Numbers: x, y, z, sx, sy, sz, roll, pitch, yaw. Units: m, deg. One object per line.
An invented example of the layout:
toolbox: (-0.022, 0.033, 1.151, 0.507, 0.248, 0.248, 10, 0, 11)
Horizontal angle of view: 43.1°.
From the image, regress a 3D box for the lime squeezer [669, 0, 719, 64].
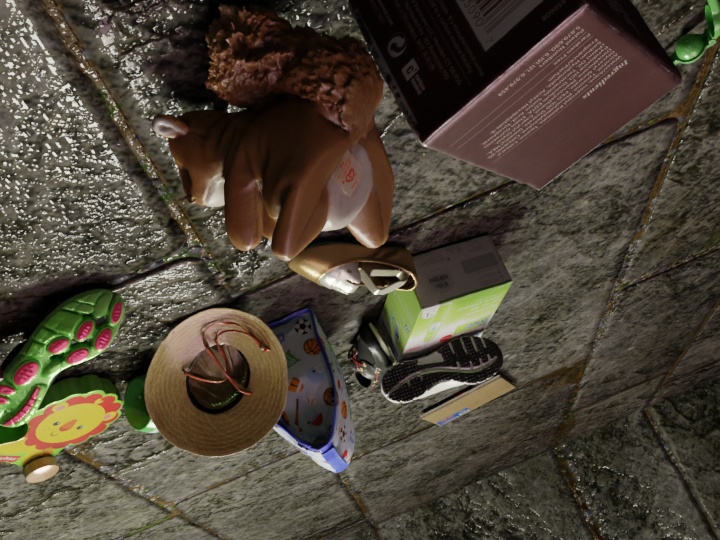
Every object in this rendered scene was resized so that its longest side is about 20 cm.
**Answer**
lime squeezer: (0.362, -0.258, 1.007, 0.070, 0.038, 0.200, -14, 155, -21)

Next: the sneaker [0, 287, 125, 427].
sneaker: (-0.351, 0.086, 1.027, 0.200, 0.084, 0.077, -41, 121, 4)

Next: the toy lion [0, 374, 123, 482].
toy lion: (-0.424, 0.203, 1.209, 0.191, 0.069, 0.200, -40, 152, 17)

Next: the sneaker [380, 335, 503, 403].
sneaker: (0.120, 0.151, 1.394, 0.199, 0.074, 0.080, -13, 171, -10)

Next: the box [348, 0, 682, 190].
box: (0.131, -0.194, 0.767, 0.164, 0.167, 0.199, -39, 151, 28)

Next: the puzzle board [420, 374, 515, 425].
puzzle board: (0.241, 0.290, 2.037, 0.199, 0.017, 0.151, -29, 157, 12)

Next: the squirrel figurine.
squirrel figurine: (-0.078, -0.119, 0.759, 0.141, 0.186, 0.201, -19, 123, -50)

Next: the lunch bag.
lunch bag: (-0.077, 0.185, 1.308, 0.123, 0.201, 0.170, -23, 157, -1)

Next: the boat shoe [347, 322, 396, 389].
boat shoe: (0.016, 0.142, 1.458, 0.063, 0.074, 0.202, -28, 160, -9)

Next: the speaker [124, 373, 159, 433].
speaker: (-0.234, 0.185, 1.307, 0.199, 0.089, 0.088, 4, 144, -47)

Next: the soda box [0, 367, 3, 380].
soda box: (-0.470, 0.091, 0.924, 0.070, 0.064, 0.200, -34, 153, 20)

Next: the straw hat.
straw hat: (-0.192, 0.140, 1.224, 0.200, 0.202, 0.085, -20, -166, -9)

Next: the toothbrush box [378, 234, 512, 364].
toothbrush box: (0.121, 0.047, 1.349, 0.145, 0.086, 0.200, -15, 156, -17)

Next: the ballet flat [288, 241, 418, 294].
ballet flat: (0.000, 0.000, 1.168, 0.199, 0.063, 0.069, -2, 147, -40)
